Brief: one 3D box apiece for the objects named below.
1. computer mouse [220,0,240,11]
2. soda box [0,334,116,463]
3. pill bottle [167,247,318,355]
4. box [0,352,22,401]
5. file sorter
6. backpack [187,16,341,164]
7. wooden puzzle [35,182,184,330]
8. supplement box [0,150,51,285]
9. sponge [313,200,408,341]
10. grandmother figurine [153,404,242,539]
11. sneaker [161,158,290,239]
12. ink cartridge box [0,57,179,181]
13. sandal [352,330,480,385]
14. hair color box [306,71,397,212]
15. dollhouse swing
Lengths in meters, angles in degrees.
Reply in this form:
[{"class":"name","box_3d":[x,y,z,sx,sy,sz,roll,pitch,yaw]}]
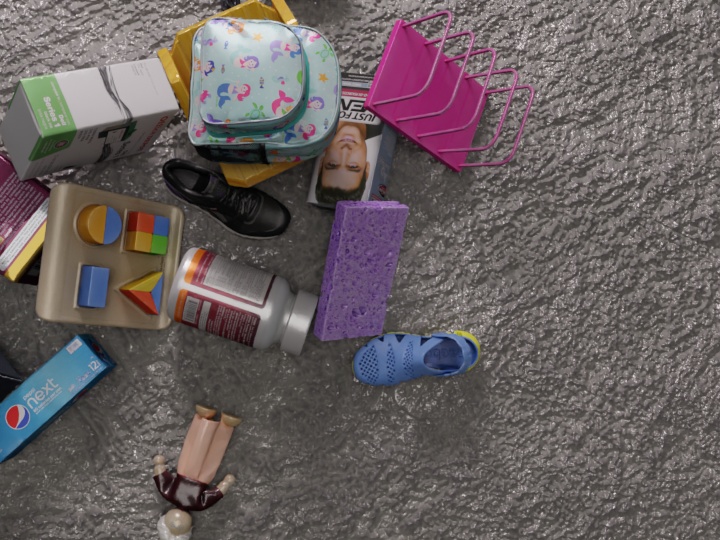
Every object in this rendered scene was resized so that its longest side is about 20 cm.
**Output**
[{"class":"computer mouse","box_3d":[-0.116,-0.449,1.202,0.197,0.044,0.111,-4,82,1]},{"class":"soda box","box_3d":[-0.449,0.180,1.124,0.200,0.068,0.064,-42,90,-6]},{"class":"pill bottle","box_3d":[-0.167,0.048,1.134,0.198,0.110,0.111,19,85,-3]},{"class":"box","box_3d":[-0.608,0.141,1.058,0.197,0.124,0.200,-46,70,-4]},{"class":"file sorter","box_3d":[0.134,-0.249,1.119,0.199,0.125,0.140,28,77,-35]},{"class":"backpack","box_3d":[-0.121,-0.232,1.022,0.197,0.151,0.180,3,81,-7]},{"class":"wooden puzzle","box_3d":[-0.339,-0.014,1.105,0.199,0.046,0.188,10,85,-44]},{"class":"supplement box","box_3d":[-0.514,-0.089,1.116,0.199,0.103,0.131,38,84,-2]},{"class":"sponge","box_3d":[0.000,0.000,1.132,0.111,0.030,0.202,-2,112,-36]},{"class":"grandmother figurine","box_3d":[-0.244,0.299,1.141,0.120,0.061,0.202,17,83,5]},{"class":"sneaker","box_3d":[-0.198,-0.103,1.150,0.198,0.088,0.077,22,85,-3]},{"class":"ink cartridge box","box_3d":[-0.367,-0.207,1.074,0.199,0.146,0.085,-22,86,-37]},{"class":"sandal","box_3d":[0.085,0.127,1.163,0.197,0.087,0.081,-10,90,-3]},{"class":"hair color box","box_3d":[-0.005,-0.185,1.168,0.098,0.061,0.203,10,86,23]},{"class":"dollhouse swing","box_3d":[-0.154,-0.252,1.108,0.198,0.176,0.183,-25,125,-5]}]
